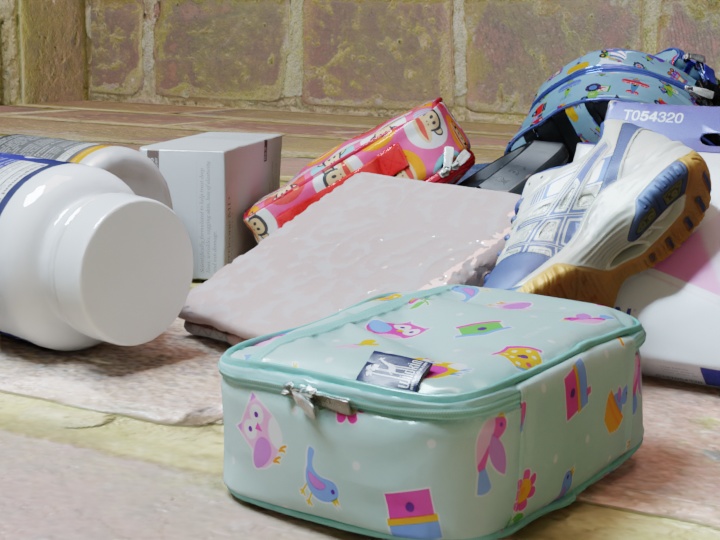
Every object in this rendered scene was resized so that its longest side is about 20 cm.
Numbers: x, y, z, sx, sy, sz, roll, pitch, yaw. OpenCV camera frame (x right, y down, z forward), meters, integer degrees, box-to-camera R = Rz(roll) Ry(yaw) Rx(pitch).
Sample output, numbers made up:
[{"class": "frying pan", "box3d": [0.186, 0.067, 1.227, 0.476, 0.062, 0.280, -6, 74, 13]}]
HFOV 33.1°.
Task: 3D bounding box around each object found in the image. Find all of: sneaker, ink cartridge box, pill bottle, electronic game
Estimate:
[{"class": "sneaker", "box3d": [0.119, -0.012, 0.743, 0.199, 0.076, 0.088, -39, 47, -10]}, {"class": "ink cartridge box", "box3d": [0.220, -0.027, 0.765, 0.194, 0.202, 0.043, 7, -22, 30]}, {"class": "pill bottle", "box3d": [-0.207, -0.013, 0.796, 0.198, 0.122, 0.119, 11, 15, 40]}, {"class": "electronic game", "box3d": [0.079, -0.041, 0.962, 0.199, 0.042, 0.200, -34, 4, 3]}, {"class": "pill bottle", "box3d": [-0.257, -0.050, 0.987, 0.198, 0.118, 0.116, 10, 14, 37]}]

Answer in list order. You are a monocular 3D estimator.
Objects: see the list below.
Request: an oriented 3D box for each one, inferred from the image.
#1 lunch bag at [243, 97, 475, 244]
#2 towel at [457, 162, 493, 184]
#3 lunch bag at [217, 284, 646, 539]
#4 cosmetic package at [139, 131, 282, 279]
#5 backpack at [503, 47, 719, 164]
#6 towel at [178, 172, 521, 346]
[{"class": "lunch bag", "box3d": [-0.001, -0.072, 1.038, 0.198, 0.083, 0.176, -29, 4, 12]}, {"class": "towel", "box3d": [0.171, -0.067, 1.192, 0.197, 0.049, 0.113, -2, 45, -11]}, {"class": "lunch bag", "box3d": [0.033, 0.058, 0.574, 0.159, 0.078, 0.199, 10, 14, 37]}, {"class": "cosmetic package", "box3d": [-0.131, -0.063, 1.094, 0.080, 0.115, 0.200, 3, 13, 9]}, {"class": "backpack", "box3d": [0.229, -0.117, 1.063, 0.198, 0.136, 0.182, 25, -33, -27]}, {"class": "towel", "box3d": [0.000, 0.000, 0.813, 0.199, 0.033, 0.190, -38, 32, -31]}]
